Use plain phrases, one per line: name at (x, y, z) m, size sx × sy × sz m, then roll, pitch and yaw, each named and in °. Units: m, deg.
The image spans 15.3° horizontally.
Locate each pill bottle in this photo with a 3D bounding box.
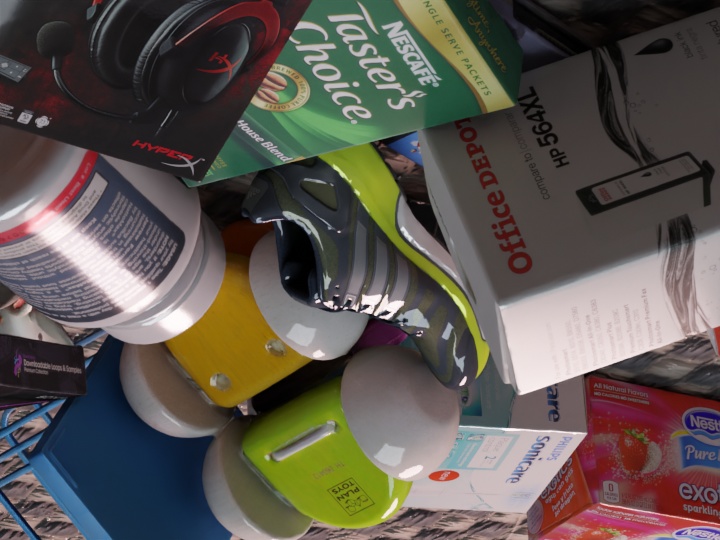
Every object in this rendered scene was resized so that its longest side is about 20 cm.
pill bottle at (-0.158, -0.037, 1.473) m, size 0.120 × 0.120 × 0.200 m, roll -13°, pitch 151°, yaw 20°

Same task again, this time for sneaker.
sneaker at (0.000, 0.000, 1.493) m, size 0.200 × 0.081 × 0.074 m, roll 52°, pitch 163°, yaw -28°

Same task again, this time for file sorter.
file sorter at (-0.165, 0.137, 1.658) m, size 0.123 × 0.200 × 0.139 m, roll -30°, pitch 106°, yaw 26°

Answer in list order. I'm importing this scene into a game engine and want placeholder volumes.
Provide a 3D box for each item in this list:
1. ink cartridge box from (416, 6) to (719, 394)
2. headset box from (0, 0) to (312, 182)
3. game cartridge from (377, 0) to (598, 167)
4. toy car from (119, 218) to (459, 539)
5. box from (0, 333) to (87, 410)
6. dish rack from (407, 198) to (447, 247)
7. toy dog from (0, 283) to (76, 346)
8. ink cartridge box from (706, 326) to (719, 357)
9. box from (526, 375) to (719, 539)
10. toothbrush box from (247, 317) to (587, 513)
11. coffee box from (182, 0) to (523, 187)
ink cartridge box at (0.145, -0.041, 1.396) m, size 0.200 × 0.146 × 0.084 m, roll -19°, pitch 142°, yaw -4°
headset box at (-0.096, -0.154, 1.227) m, size 0.149 × 0.075 × 0.200 m, roll 16°, pitch 120°, yaw -34°
game cartridge at (0.076, -0.093, 1.477) m, size 0.130 × 0.038 × 0.200 m, roll -26°, pitch 145°, yaw 31°
toy car at (-0.031, 0.057, 1.617) m, size 0.175 × 0.150 × 0.200 m, roll -31°, pitch 100°, yaw 35°
box at (-0.278, 0.070, 1.549) m, size 0.200 × 0.036 × 0.143 m, roll -13°, pitch 170°, yaw 20°
dish rack at (0.120, -0.005, 1.547) m, size 0.153 × 0.055 × 0.200 m, roll 10°, pitch 175°, yaw -24°
toy dog at (-0.217, 0.024, 1.612) m, size 0.132 × 0.096 × 0.200 m, roll -15°, pitch 150°, yaw 24°
ink cartridge box at (0.259, -0.009, 1.438) m, size 0.162 × 0.200 × 0.057 m, roll -13°, pitch 139°, yaw -5°
box at (0.222, 0.150, 1.891) m, size 0.200 × 0.100 × 0.095 m, roll 13°, pitch 149°, yaw -26°
toothbrush box at (0.035, 0.095, 1.786) m, size 0.200 × 0.085 × 0.146 m, roll 4°, pitch 153°, yaw -14°
coffee box at (-0.030, -0.114, 1.379) m, size 0.200 × 0.044 × 0.123 m, roll -12°, pitch 138°, yaw 24°
